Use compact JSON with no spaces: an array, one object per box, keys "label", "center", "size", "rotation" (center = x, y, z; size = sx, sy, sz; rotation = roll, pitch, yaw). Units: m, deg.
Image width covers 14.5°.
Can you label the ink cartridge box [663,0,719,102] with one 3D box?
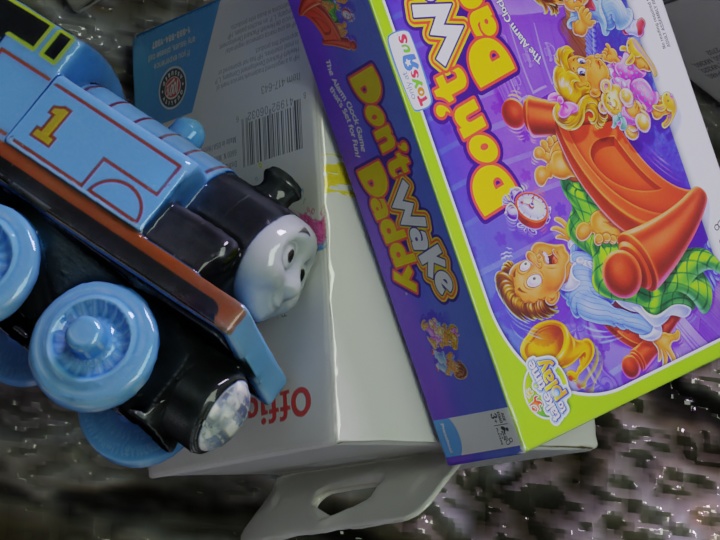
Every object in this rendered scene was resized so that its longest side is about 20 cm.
[{"label":"ink cartridge box","center":[0.146,-0.181,1.214],"size":[0.200,0.084,0.145],"rotation":[36,65,-20]}]

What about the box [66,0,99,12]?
[{"label":"box","center":[-0.051,-0.190,1.111],"size":[0.200,0.068,0.082],"rotation":[-41,101,-30]}]

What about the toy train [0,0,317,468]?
[{"label":"toy train","center":[-0.104,-0.017,0.994],"size":[0.200,0.087,0.114],"rotation":[32,78,23]}]

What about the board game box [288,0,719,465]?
[{"label":"board game box","center":[0.059,-0.048,1.012],"size":[0.134,0.045,0.201],"rotation":[-23,95,-37]}]

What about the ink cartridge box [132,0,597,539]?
[{"label":"ink cartridge box","center":[0.000,0.000,1.068],"size":[0.125,0.128,0.201],"rotation":[3,80,-36]}]
